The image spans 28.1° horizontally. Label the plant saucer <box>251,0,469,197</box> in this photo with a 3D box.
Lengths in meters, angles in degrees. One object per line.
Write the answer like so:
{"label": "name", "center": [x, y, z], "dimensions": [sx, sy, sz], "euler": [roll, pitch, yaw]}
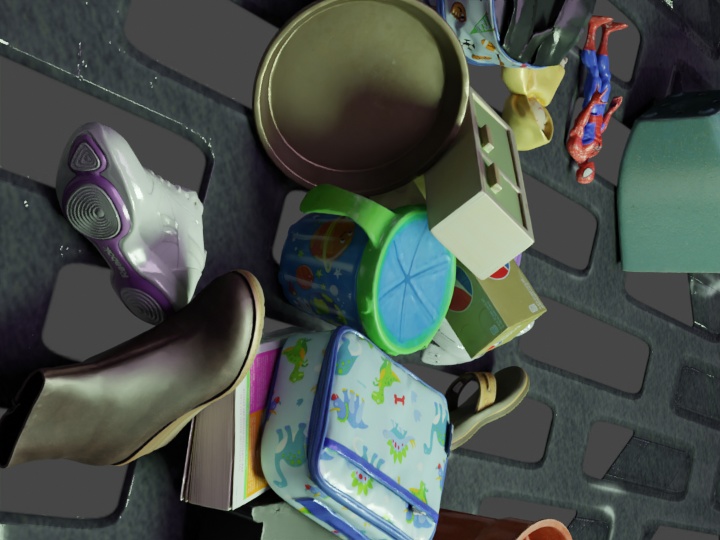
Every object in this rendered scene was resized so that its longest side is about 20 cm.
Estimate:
{"label": "plant saucer", "center": [-0.001, -0.160, 1.292], "dimensions": [0.199, 0.030, 0.201], "euler": [-6, 120, -10]}

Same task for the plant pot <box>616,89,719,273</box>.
{"label": "plant pot", "center": [0.450, -0.127, 1.886], "dimensions": [0.196, 0.195, 0.201], "euler": [-35, 117, -45]}

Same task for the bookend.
{"label": "bookend", "center": [-0.082, 0.291, 1.329], "dimensions": [0.198, 0.092, 0.201], "euler": [1, 98, -54]}

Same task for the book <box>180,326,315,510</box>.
{"label": "book", "center": [-0.089, 0.125, 1.274], "dimensions": [0.200, 0.048, 0.135], "euler": [-6, 103, -72]}

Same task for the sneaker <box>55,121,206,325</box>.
{"label": "sneaker", "center": [-0.177, -0.050, 1.142], "dimensions": [0.100, 0.074, 0.201], "euler": [-61, 149, -35]}

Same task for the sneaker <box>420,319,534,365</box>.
{"label": "sneaker", "center": [0.071, 0.040, 1.486], "dimensions": [0.199, 0.115, 0.076], "euler": [20, 52, -19]}

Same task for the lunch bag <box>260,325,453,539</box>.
{"label": "lunch bag", "center": [0.001, 0.156, 1.284], "dimensions": [0.200, 0.082, 0.162], "euler": [42, 49, -41]}

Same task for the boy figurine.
{"label": "boy figurine", "center": [0.197, -0.234, 1.609], "dimensions": [0.124, 0.064, 0.201], "euler": [29, 72, -56]}

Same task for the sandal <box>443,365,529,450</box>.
{"label": "sandal", "center": [0.119, 0.145, 1.601], "dimensions": [0.200, 0.080, 0.054], "euler": [-29, 100, -43]}

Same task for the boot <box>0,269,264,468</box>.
{"label": "boot", "center": [-0.175, 0.080, 1.108], "dimensions": [0.166, 0.072, 0.200], "euler": [1, 132, -51]}

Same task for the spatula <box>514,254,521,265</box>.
{"label": "spatula", "center": [0.121, -0.027, 1.590], "dimensions": [0.200, 0.020, 0.057], "euler": [16, 87, -54]}

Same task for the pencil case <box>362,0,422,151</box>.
{"label": "pencil case", "center": [0.012, -0.207, 1.333], "dimensions": [0.091, 0.093, 0.201], "euler": [-45, 133, -39]}

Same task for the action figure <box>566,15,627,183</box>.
{"label": "action figure", "center": [0.288, -0.206, 1.757], "dimensions": [0.065, 0.051, 0.201], "euler": [4, 98, -58]}

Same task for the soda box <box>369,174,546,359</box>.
{"label": "soda box", "center": [0.093, -0.020, 1.413], "dimensions": [0.064, 0.068, 0.201], "euler": [-21, 74, -42]}

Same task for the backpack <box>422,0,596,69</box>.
{"label": "backpack", "center": [0.146, -0.299, 1.447], "dimensions": [0.199, 0.153, 0.192], "euler": [8, 85, -47]}

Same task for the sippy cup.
{"label": "sippy cup", "center": [0.000, 0.000, 1.336], "dimensions": [0.139, 0.130, 0.179], "euler": [-20, 114, -50]}

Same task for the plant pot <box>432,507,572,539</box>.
{"label": "plant pot", "center": [0.092, 0.333, 1.494], "dimensions": [0.200, 0.194, 0.202], "euler": [-19, 113, -51]}

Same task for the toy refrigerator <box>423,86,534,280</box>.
{"label": "toy refrigerator", "center": [0.108, -0.088, 1.342], "dimensions": [0.076, 0.070, 0.201], "euler": [42, 25, -24]}
